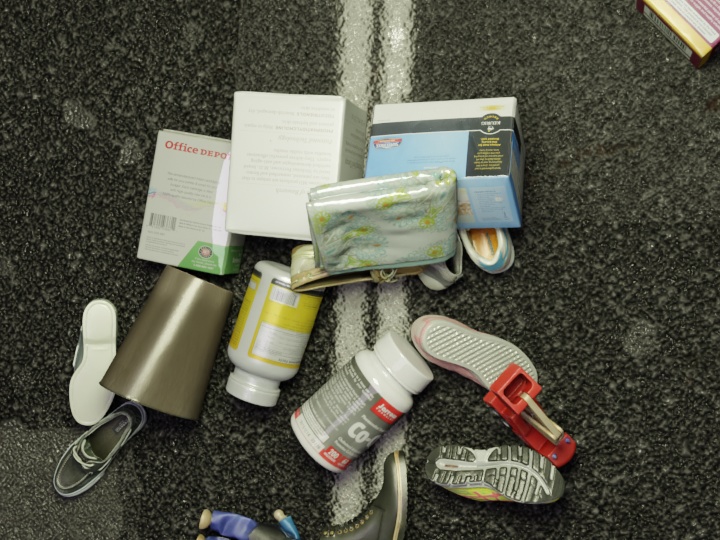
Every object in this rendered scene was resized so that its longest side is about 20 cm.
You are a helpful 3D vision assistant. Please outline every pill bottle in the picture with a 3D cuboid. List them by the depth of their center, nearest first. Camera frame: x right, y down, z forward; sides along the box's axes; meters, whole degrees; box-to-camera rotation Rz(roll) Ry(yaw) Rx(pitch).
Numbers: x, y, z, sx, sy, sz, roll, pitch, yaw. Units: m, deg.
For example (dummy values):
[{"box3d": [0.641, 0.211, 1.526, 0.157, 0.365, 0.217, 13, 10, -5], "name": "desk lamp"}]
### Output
[{"box3d": [0.004, 0.191, 1.597, 0.200, 0.114, 0.114, -44, 81, 10], "name": "pill bottle"}, {"box3d": [-0.133, 0.095, 1.629, 0.111, 0.112, 0.201, 20, 95, 12], "name": "pill bottle"}]

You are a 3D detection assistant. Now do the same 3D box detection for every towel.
[{"box3d": [0.030, -0.060, 1.437, 0.199, 0.172, 0.048, -9, 60, -1], "name": "towel"}]

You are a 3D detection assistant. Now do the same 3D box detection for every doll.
[{"box3d": [-0.153, 0.431, 1.669, 0.199, 0.048, 0.137, 13, 86, 7], "name": "doll"}]

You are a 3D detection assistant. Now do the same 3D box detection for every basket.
[{"box3d": [-0.279, 0.106, 1.649, 0.136, 0.180, 0.201, 19, 84, 38], "name": "basket"}]

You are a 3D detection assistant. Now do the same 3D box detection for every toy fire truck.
[{"box3d": [0.238, 0.203, 1.496, 0.049, 0.141, 0.200, -47, 107, -9], "name": "toy fire truck"}]

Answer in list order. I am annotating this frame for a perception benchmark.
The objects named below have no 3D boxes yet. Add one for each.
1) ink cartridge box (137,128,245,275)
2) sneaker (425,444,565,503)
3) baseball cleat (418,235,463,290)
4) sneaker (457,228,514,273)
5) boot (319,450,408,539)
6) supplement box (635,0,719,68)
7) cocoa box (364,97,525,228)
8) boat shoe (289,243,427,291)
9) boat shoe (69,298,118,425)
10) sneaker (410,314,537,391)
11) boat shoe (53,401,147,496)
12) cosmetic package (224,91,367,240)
[{"box3d": [-0.246, -0.105, 1.668, 0.144, 0.087, 0.201, 11, 95, 13], "name": "ink cartridge box"}, {"box3d": [0.198, 0.297, 1.567, 0.199, 0.090, 0.079, 8, 64, 23], "name": "sneaker"}, {"box3d": [0.087, -0.070, 1.583, 0.070, 0.106, 0.201, -35, 90, -34], "name": "baseball cleat"}, {"box3d": [0.165, -0.094, 1.573, 0.076, 0.081, 0.201, -27, 79, 13], "name": "sneaker"}, {"box3d": [0.002, 0.365, 1.608, 0.137, 0.077, 0.202, 3, 90, 5], "name": "boot"}, {"box3d": [0.491, -0.397, 1.484, 0.200, 0.103, 0.131, -43, 81, 11], "name": "supplement box"}, {"box3d": [0.119, -0.142, 1.492, 0.199, 0.134, 0.132, -1, 61, 16], "name": "cocoa box"}, {"box3d": [-0.001, -0.001, 1.547, 0.199, 0.073, 0.064, 1, 68, 5], "name": "boat shoe"}, {"box3d": [-0.419, 0.143, 1.729, 0.072, 0.062, 0.201, 6, 95, -12], "name": "boat shoe"}, {"box3d": [0.160, 0.120, 1.589, 0.199, 0.105, 0.076, 27, 87, -18], "name": "sneaker"}, {"box3d": [-0.423, 0.281, 1.719, 0.072, 0.071, 0.200, 43, 99, 9], "name": "boat shoe"}, {"box3d": [-0.090, -0.146, 1.589, 0.165, 0.167, 0.202, 5, 92, 11], "name": "cosmetic package"}]
